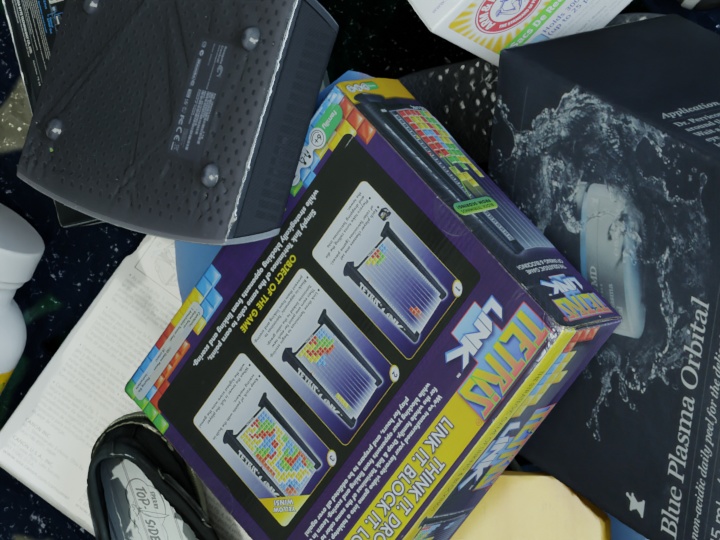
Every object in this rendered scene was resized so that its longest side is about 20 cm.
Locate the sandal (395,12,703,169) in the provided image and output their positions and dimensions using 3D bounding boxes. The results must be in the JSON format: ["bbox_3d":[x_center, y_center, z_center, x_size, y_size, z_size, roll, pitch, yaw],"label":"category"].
[{"bbox_3d":[0.103,-0.087,1.517,0.199,0.043,0.076,-4,89,20],"label":"sandal"}]

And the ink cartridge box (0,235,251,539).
[{"bbox_3d":[-0.075,0.064,1.593,0.161,0.050,0.200,35,88,7],"label":"ink cartridge box"}]

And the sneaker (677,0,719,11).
[{"bbox_3d":[0.250,-0.148,1.448,0.199,0.072,0.083,-19,95,17],"label":"sneaker"}]

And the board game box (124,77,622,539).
[{"bbox_3d":[0.002,0.039,1.399,0.165,0.057,0.200,48,119,20],"label":"board game box"}]

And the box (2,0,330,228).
[{"bbox_3d":[-0.104,-0.133,1.536,0.158,0.046,0.201,-12,94,31],"label":"box"}]

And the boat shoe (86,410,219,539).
[{"bbox_3d":[-0.092,0.171,1.531,0.074,0.066,0.200,-14,92,11],"label":"boat shoe"}]

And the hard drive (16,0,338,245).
[{"bbox_3d":[-0.087,-0.083,1.429,0.200,0.042,0.135,17,91,54],"label":"hard drive"}]

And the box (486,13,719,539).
[{"bbox_3d":[0.157,0.011,1.389,0.200,0.117,0.197,32,126,45],"label":"box"}]

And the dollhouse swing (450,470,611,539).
[{"bbox_3d":[0.055,0.197,1.511,0.199,0.182,0.177,-1,79,17],"label":"dollhouse swing"}]

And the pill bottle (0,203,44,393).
[{"bbox_3d":[-0.244,0.056,1.595,0.104,0.104,0.200,31,106,8],"label":"pill bottle"}]

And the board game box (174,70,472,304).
[{"bbox_3d":[0.000,0.000,1.466,0.200,0.039,0.158,-35,80,37],"label":"board game box"}]

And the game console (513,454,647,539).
[{"bbox_3d":[0.121,0.151,1.553,0.176,0.031,0.201,-11,97,16],"label":"game console"}]

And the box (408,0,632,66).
[{"bbox_3d":[0.104,-0.200,1.442,0.200,0.112,0.102,-43,60,18],"label":"box"}]

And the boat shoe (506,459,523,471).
[{"bbox_3d":[-0.012,0.090,1.529,0.199,0.060,0.076,16,90,9],"label":"boat shoe"}]
